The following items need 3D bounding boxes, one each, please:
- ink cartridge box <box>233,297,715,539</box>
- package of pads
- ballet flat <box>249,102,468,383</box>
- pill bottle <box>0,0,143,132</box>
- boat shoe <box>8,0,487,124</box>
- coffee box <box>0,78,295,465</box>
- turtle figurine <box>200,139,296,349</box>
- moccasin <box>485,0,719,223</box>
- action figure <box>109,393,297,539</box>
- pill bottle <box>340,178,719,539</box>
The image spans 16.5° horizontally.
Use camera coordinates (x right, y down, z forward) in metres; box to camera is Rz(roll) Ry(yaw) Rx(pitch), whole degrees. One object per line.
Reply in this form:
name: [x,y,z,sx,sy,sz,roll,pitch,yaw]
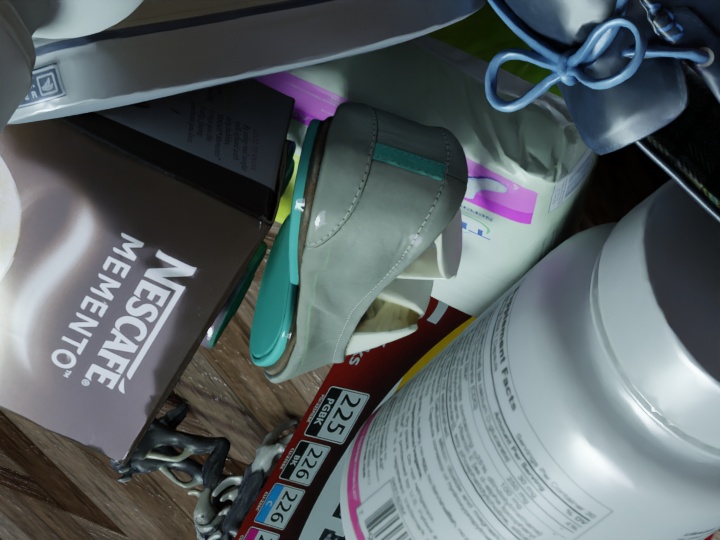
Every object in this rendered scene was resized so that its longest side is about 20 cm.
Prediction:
ink cartridge box: [0.051,0.106,1.061,0.175,0.200,0.084,11,154,43]
package of pads: [-0.009,-0.064,0.911,0.199,0.068,0.155,27,161,9]
ballet flat: [0.000,0.000,0.867,0.063,0.068,0.200,11,162,-4]
pill bottle: [-0.082,-0.132,0.633,0.112,0.200,0.113,26,161,10]
boat shoe: [-0.034,-0.092,0.751,0.073,0.066,0.200,-10,-175,38]
coffee box: [-0.134,-0.038,0.783,0.199,0.080,0.113,25,122,-11]
turtle figurine: [-0.126,-0.050,0.888,0.199,0.101,0.150,27,162,3]
moccasin: [0.094,-0.064,0.761,0.200,0.068,0.080,35,161,-11]
action figure: [-0.058,0.142,1.479,0.200,0.102,0.119,39,164,22]
pill bottle: [0.085,0.053,0.885,0.113,0.114,0.200,33,139,-11]
